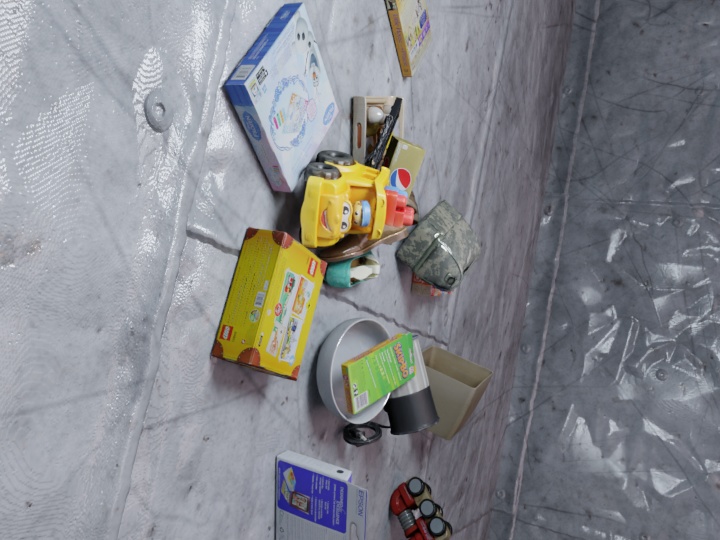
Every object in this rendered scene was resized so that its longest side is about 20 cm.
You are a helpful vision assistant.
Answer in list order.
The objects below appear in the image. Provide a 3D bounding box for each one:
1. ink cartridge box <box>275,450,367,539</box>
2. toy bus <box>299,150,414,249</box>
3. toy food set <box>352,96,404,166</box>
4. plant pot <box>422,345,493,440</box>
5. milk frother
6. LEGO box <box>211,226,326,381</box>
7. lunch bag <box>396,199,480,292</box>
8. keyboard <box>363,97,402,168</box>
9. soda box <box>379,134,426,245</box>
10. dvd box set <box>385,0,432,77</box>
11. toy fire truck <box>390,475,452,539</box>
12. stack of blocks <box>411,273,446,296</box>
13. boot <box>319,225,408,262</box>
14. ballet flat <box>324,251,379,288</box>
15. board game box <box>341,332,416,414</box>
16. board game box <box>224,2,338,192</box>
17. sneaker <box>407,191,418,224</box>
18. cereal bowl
[{"bbox_3d":[-0.065,0.444,1.095,0.043,0.195,0.205,-16,112,-57],"label":"ink cartridge box"},{"bbox_3d":[-0.002,-0.109,1.042,0.201,0.186,0.140,-64,165,-66],"label":"toy bus"},{"bbox_3d":[0.043,-0.283,1.265,0.199,0.059,0.148,-27,121,-59],"label":"toy food set"},{"bbox_3d":[0.231,0.345,1.710,0.198,0.196,0.182,-9,118,-63],"label":"plant pot"},{"bbox_3d":[0.049,0.263,1.340,0.197,0.178,0.194,-12,85,-44],"label":"milk frother"},{"bbox_3d":[-0.137,0.056,0.970,0.149,0.075,0.206,39,63,-61],"label":"LEGO box"},{"bbox_3d":[0.204,-0.052,1.507,0.141,0.167,0.200,-55,172,34],"label":"lunch bag"},{"bbox_3d":[0.036,-0.237,1.173,0.127,0.020,0.205,98,13,-81],"label":"keyboard"},{"bbox_3d":[0.063,-0.162,1.245,0.068,0.062,0.205,-115,-138,-67],"label":"soda box"},{"bbox_3d":[0.109,-0.557,1.352,0.149,0.029,0.202,-64,150,-31],"label":"dvd box set"},{"bbox_3d":[0.131,0.691,1.666,0.198,0.178,0.129,-35,146,2],"label":"toy fire truck"},{"bbox_3d":[0.206,0.004,1.686,0.199,0.057,0.119,-4,101,-64],"label":"stack of blocks"},{"bbox_3d":[0.000,-0.072,1.180,0.196,0.073,0.078,-25,108,-25],"label":"boot"},{"bbox_3d":[0.000,0.000,1.246,0.199,0.069,0.070,-20,117,-61],"label":"ballet flat"},{"bbox_3d":[0.041,0.197,1.211,0.197,0.029,0.099,-19,107,-43],"label":"board game box"},{"bbox_3d":[-0.114,-0.268,0.963,0.203,0.042,0.201,-65,150,-32],"label":"board game box"},{"bbox_3d":[0.092,-0.154,1.390,0.200,0.068,0.078,42,38,-78],"label":"sneaker"},{"bbox_3d":[-0.018,0.194,1.224,0.197,0.082,0.207,-5,96,-47],"label":"cereal bowl"}]
